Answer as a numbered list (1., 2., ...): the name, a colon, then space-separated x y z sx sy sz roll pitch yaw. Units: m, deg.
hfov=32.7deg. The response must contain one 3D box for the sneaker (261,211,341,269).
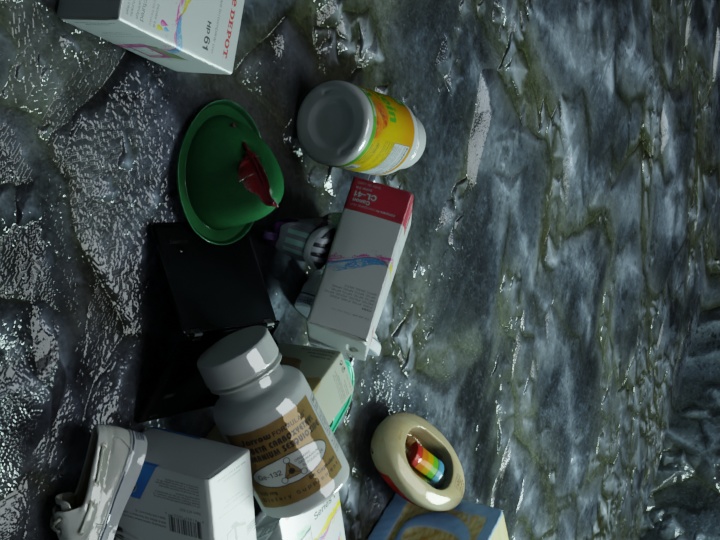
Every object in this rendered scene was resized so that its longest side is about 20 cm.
1. sneaker: -0.072 -0.050 1.604 0.200 0.087 0.075 -29 137 -84

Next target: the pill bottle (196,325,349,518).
1. pill bottle: -0.102 0.170 1.394 0.114 0.114 0.200 -45 115 -47

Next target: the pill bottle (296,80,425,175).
1. pill bottle: 0.010 -0.188 1.661 0.200 0.111 0.111 3 94 -61

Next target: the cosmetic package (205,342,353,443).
1. cosmetic package: -0.103 0.185 1.563 0.200 0.105 0.071 -54 138 -43

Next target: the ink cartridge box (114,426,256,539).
1. ink cartridge box: -0.197 0.293 1.376 0.084 0.146 0.200 -30 123 -55

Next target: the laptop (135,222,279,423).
1. laptop: -0.197 0.057 1.457 0.187 0.116 0.200 -4 129 -60

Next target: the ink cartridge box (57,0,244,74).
1. ink cartridge box: -0.206 -0.299 1.274 0.200 0.085 0.145 15 83 -62

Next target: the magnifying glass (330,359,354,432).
1. magnifying glass: -0.049 0.222 1.751 0.080 0.022 0.200 40 63 -57

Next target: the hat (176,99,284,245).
1. hat: -0.097 -0.105 1.405 0.166 0.176 0.200 55 47 -44

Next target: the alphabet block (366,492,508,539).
1. alphabet block: 0.123 0.495 1.955 0.196 0.195 0.200 -51 139 -40

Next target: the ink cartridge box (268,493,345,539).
1. ink cartridge box: -0.093 0.354 1.641 0.145 0.084 0.200 -40 130 -50

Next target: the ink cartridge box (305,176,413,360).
1. ink cartridge box: 0.000 0.000 1.567 0.148 0.085 0.200 93 17 -76

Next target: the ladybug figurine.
1. ladybug figurine: 0.086 0.303 1.914 0.200 0.072 0.136 44 43 -26

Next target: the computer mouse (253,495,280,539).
1. computer mouse: -0.167 0.348 1.509 0.200 0.053 0.138 -58 159 14

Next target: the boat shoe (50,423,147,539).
1. boat shoe: -0.292 0.257 1.289 0.070 0.071 0.200 23 88 -26

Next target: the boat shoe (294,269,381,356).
1. boat shoe: -0.019 0.061 1.712 0.200 0.073 0.065 46 61 -56
